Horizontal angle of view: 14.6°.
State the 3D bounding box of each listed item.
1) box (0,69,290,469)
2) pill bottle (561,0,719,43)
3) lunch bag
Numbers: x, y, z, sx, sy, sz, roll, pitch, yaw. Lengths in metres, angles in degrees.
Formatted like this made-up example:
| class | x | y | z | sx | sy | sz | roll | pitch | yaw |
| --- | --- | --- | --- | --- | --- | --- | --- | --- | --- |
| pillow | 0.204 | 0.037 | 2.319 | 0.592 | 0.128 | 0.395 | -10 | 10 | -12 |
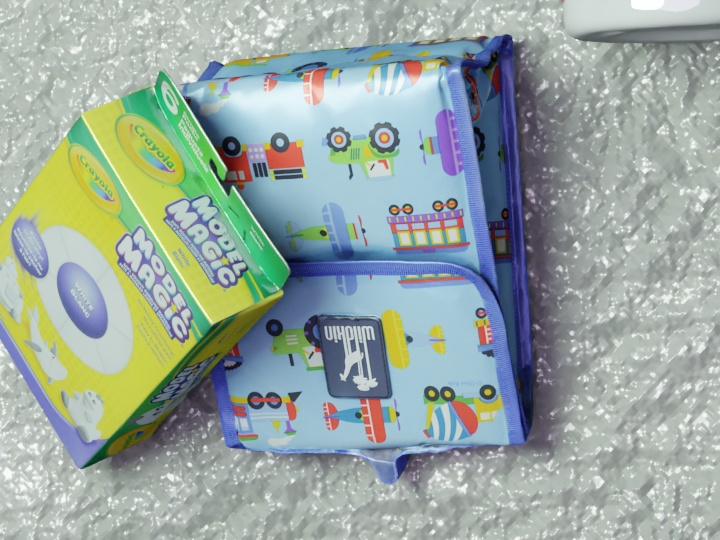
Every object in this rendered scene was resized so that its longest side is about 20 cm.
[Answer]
| class | x | y | z | sx | sy | sz | roll | pitch | yaw |
| --- | --- | --- | --- | --- | --- | --- | --- | --- | --- |
| box | -0.108 | 0.001 | 1.298 | 0.117 | 0.048 | 0.200 | 57 | 142 | 10 |
| pill bottle | 0.141 | -0.203 | 1.235 | 0.111 | 0.111 | 0.200 | -2 | 91 | 19 |
| lunch bag | 0.000 | 0.000 | 1.310 | 0.150 | 0.094 | 0.200 | -4 | 102 | 19 |
